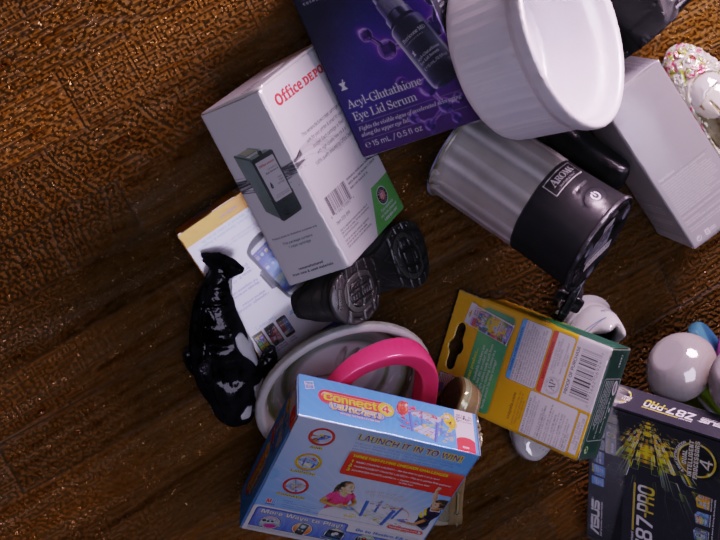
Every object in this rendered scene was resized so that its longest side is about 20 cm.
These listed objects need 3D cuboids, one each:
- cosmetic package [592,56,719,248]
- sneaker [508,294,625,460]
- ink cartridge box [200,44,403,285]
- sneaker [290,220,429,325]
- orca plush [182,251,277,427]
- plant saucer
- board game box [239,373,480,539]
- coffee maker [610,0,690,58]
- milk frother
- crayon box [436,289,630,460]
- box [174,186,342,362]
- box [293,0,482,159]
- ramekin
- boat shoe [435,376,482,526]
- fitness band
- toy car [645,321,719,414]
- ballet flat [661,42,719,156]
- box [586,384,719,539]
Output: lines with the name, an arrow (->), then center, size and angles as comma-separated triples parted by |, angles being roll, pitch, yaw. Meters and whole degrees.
cosmetic package -> 0.325, -0.131, 1.584 | 0.090, 0.107, 0.201 | -34, 107, -3
sneaker -> 0.228, 0.124, 1.623 | 0.074, 0.087, 0.201 | 23, 97, -19
ink cartridge box -> -0.056, -0.111, 1.484 | 0.084, 0.146, 0.201 | -17, 107, 34
sneaker -> 0.000, 0.000, 1.530 | 0.200, 0.090, 0.077 | -27, 106, -51
orca plush -> -0.142, 0.086, 1.520 | 0.104, 0.071, 0.201 | 15, 119, 7
plant saucer -> -0.024, 0.116, 1.564 | 0.199, 0.050, 0.201 | -15, 137, -14
board game box -> -0.004, 0.210, 1.515 | 0.199, 0.056, 0.196 | 14, 132, -15
coffee maker -> 0.239, -0.327, 1.513 | 0.200, 0.135, 0.192 | 39, 92, -15
milk frother -> 0.179, -0.055, 1.562 | 0.188, 0.180, 0.201 | 36, 126, 18
crayon box -> 0.183, 0.111, 1.587 | 0.051, 0.199, 0.127 | 5, 104, -55
box -> -0.096, 0.007, 1.560 | 0.119, 0.041, 0.201 | -34, 108, -4
box -> 0.041, -0.238, 1.471 | 0.147, 0.104, 0.201 | -17, 109, 31
ramekin -> 0.170, -0.225, 1.425 | 0.097, 0.200, 0.201 | -15, 109, 36
boat shoe -> 0.105, 0.202, 1.597 | 0.063, 0.073, 0.202 | 9, 121, -9
fitness band -> 0.012, 0.150, 1.555 | 0.143, 0.038, 0.201 | -13, 138, -19
toy car -> 0.429, 0.111, 1.617 | 0.175, 0.199, 0.151 | 40, 69, -38
ballet flat -> 0.408, -0.168, 1.615 | 0.075, 0.064, 0.200 | -38, 105, -1
box -> 0.333, 0.235, 1.610 | 0.049, 0.160, 0.201 | -37, 135, -43
